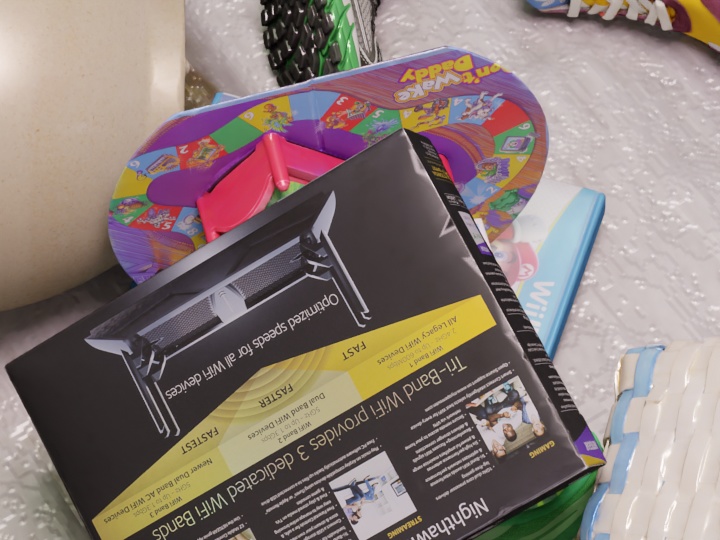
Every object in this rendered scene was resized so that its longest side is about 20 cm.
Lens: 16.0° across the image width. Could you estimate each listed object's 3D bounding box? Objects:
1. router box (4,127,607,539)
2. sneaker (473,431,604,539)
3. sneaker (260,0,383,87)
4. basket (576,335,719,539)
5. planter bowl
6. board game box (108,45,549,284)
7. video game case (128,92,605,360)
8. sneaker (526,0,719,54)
[{"bbox_3d":[-0.023,0.059,1.054,0.200,0.052,0.158,-30,81,11],"label":"router box"},{"bbox_3d":[0.015,0.098,1.110,0.199,0.084,0.074,-12,57,-4],"label":"sneaker"},{"bbox_3d":[-0.003,-0.159,1.287,0.085,0.078,0.201,3,64,-19],"label":"sneaker"},{"bbox_3d":[0.196,0.104,1.047,0.200,0.139,0.177,3,63,36],"label":"basket"},{"bbox_3d":[-0.146,-0.076,1.174,0.134,0.200,0.201,0,56,-6],"label":"planter bowl"},{"bbox_3d":[-0.009,-0.022,1.119,0.199,0.158,0.039,-14,57,-3],"label":"board game box"},{"bbox_3d":[0.000,0.000,1.208,0.199,0.018,0.143,16,63,13],"label":"video game case"},{"bbox_3d":[0.129,-0.148,1.281,0.090,0.075,0.200,-37,55,-10],"label":"sneaker"}]
